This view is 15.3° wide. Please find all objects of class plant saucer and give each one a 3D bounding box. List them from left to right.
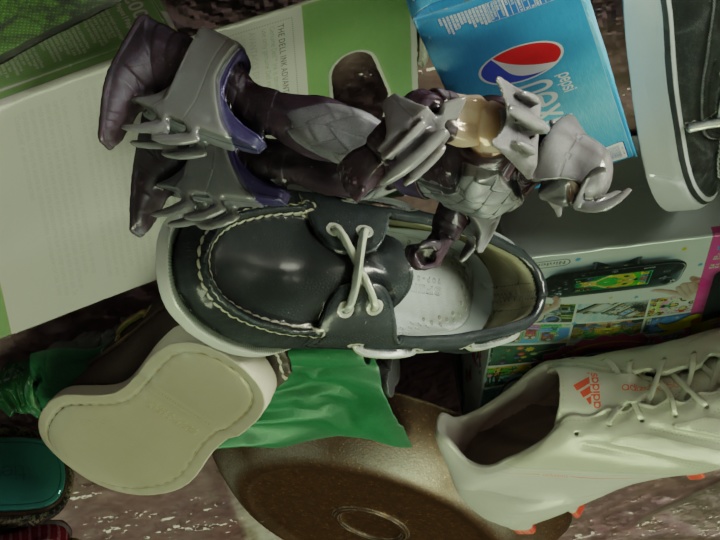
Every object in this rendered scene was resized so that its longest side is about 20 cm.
[{"bbox_3d":[0.010,0.118,1.395,0.200,0.037,0.200,14,155,7],"label":"plant saucer"}]

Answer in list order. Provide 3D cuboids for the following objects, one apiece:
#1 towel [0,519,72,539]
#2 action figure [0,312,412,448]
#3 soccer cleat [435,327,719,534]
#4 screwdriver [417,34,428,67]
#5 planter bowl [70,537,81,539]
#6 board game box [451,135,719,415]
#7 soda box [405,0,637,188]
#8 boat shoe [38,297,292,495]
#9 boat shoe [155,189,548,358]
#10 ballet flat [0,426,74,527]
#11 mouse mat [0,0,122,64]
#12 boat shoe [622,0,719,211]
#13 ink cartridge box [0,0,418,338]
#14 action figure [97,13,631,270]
[{"bbox_3d":[-0.219,0.146,1.310,0.144,0.023,0.200,-4,-176,0],"label":"towel"},{"bbox_3d":[-0.084,0.050,1.295,0.200,0.055,0.118,-5,137,14],"label":"action figure"},{"bbox_3d":[0.131,0.065,1.267,0.200,0.069,0.078,-24,131,18],"label":"soccer cleat"},{"bbox_3d":[0.029,-0.128,1.064,0.028,0.029,0.200,-15,150,-8],"label":"screwdriver"},{"bbox_3d":[-0.233,0.194,1.383,0.200,0.084,0.200,-5,-176,0],"label":"planter bowl"},{"bbox_3d":[0.127,0.013,1.303,0.147,0.064,0.200,-6,151,-7],"label":"board game box"},{"bbox_3d":[0.059,-0.097,1.053,0.064,0.068,0.200,-18,159,5],"label":"soda box"},{"bbox_3d":[-0.085,0.048,1.212,0.072,0.060,0.200,36,150,-12],"label":"boat shoe"},{"bbox_3d":[0.000,0.000,1.127,0.060,0.076,0.200,-6,176,41],"label":"boat shoe"},{"bbox_3d":[-0.247,0.108,1.356,0.200,0.068,0.075,4,164,-27],"label":"ballet flat"},{"bbox_3d":[-0.197,-0.119,0.981,0.200,0.008,0.161,-26,127,23],"label":"mouse mat"},{"bbox_3d":[0.149,-0.092,1.119,0.068,0.074,0.199,-1,143,12],"label":"boat shoe"},{"bbox_3d":[-0.076,-0.060,1.114,0.200,0.048,0.146,-21,144,-14],"label":"ink cartridge box"},{"bbox_3d":[0.005,-0.042,1.011,0.200,0.069,0.130,8,159,18],"label":"action figure"}]
